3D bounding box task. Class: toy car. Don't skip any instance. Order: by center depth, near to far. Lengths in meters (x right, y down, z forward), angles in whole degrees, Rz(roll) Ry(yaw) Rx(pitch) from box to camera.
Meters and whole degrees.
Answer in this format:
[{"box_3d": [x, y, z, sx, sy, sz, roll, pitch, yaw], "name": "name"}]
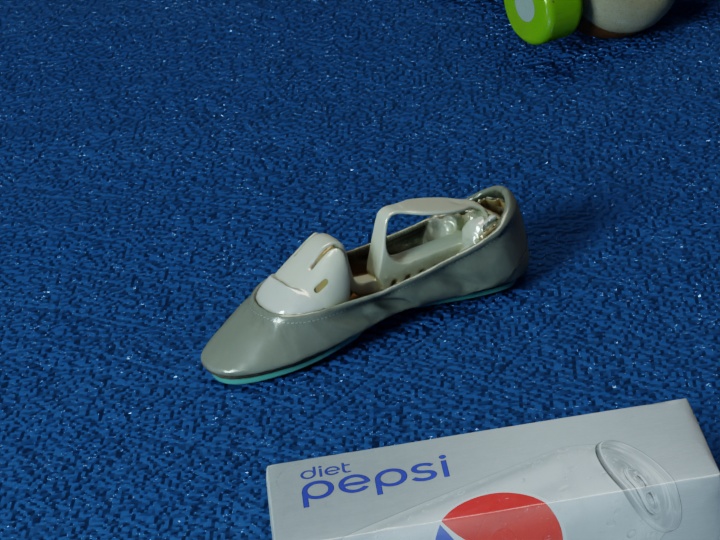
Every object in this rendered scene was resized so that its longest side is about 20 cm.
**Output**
[{"box_3d": [0.132, -0.227, 1.587, 0.163, 0.159, 0.200, -19, 1, -27], "name": "toy car"}]

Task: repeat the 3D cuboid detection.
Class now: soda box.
[{"box_3d": [0.060, 0.114, 1.008, 0.198, 0.064, 0.068, -9, 29, -1], "name": "soda box"}]

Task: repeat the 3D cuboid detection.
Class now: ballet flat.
[{"box_3d": [0.000, 0.000, 1.233, 0.199, 0.064, 0.067, -19, 30, -19], "name": "ballet flat"}]
